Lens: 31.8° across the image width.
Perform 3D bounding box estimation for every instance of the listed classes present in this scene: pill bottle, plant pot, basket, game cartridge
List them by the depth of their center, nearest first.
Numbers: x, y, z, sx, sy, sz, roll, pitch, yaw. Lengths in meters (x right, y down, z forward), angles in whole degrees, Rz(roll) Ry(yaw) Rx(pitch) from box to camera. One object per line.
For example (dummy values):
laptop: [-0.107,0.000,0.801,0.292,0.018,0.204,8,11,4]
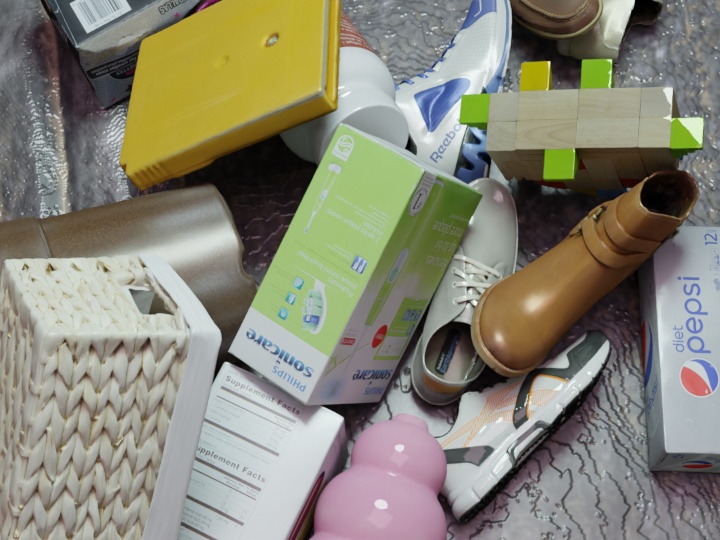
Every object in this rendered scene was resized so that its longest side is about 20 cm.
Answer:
basket: [-0.191,0.101,0.880,0.122,0.203,0.135,2,23,-31]
plant pot: [-0.192,0.028,1.039,0.196,0.201,0.202,-18,68,-14]
game cartridge: [-0.107,-0.164,1.055,0.198,0.032,0.178,-20,46,24]
pill bottle: [-0.037,-0.168,1.119,0.111,0.113,0.201,-26,49,-9]

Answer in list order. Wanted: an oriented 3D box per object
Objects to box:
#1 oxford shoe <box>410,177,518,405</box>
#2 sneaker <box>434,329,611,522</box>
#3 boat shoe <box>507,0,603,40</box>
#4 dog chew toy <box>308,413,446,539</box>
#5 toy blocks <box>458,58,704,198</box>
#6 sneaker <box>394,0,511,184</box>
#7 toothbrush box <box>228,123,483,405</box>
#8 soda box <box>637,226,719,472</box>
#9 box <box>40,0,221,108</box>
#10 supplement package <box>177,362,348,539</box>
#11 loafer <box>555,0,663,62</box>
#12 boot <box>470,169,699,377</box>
oxford shoe: [0.094,0.017,1.080,0.074,0.058,0.203,18,79,-5]
sneaker: [0.128,0.112,1.051,0.200,0.074,0.080,-41,70,-15]
boat shoe: [0.149,-0.286,1.184,0.072,0.068,0.201,-41,51,5]
dog chew toy: [0.012,0.210,0.982,0.123,0.125,0.202,16,72,8]
toy blocks: [0.196,-0.104,1.075,0.197,0.137,0.102,1,76,21]
sneaker: [0.074,-0.166,1.162,0.113,0.081,0.202,10,70,3]
toothbrush box: [0.000,0.000,1.017,0.086,0.145,0.202,31,98,23]
soda box: [0.276,0.065,1.070,0.067,0.064,0.203,1,68,0]
box: [-0.195,-0.270,1.193,0.198,0.115,0.133,-31,70,-9]
supplement package: [-0.100,0.196,1.000,0.108,0.114,0.202,23,71,11]
loafer: [0.265,-0.273,1.208,0.068,0.076,0.201,35,82,14]
boot: [0.184,-0.001,1.016,0.199,0.155,0.077,-28,80,-42]
